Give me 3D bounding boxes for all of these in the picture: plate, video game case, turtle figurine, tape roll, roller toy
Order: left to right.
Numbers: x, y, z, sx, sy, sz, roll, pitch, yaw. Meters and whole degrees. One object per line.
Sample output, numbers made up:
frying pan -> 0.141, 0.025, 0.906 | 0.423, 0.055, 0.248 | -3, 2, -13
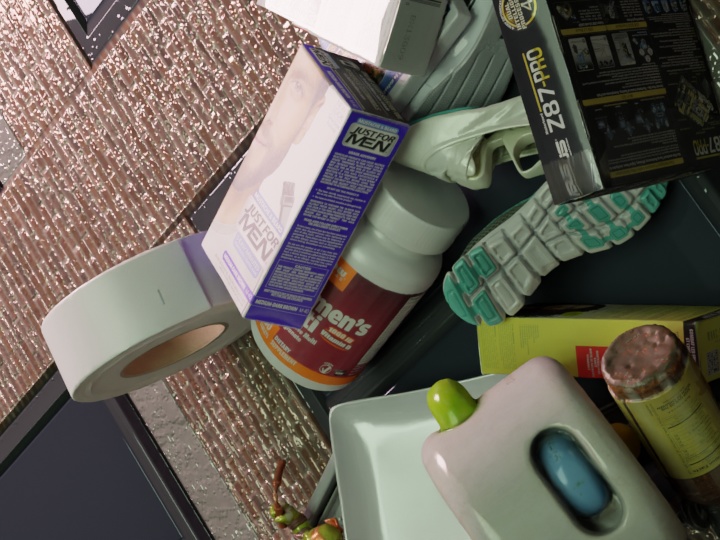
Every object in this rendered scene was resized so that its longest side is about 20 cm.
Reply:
tape roll -> -0.179, 0.041, 1.671 | 0.202, 0.202, 0.071 | -36, 75, 38
turtle figurine -> -0.044, 0.271, 1.635 | 0.200, 0.064, 0.162 | -122, 41, -50
video game case -> 0.013, -0.224, 1.539 | 0.143, 0.018, 0.200 | -51, 46, 34
plate -> 0.076, 0.194, 1.556 | 0.199, 0.032, 0.201 | -14, 77, 26
roller toy -> 0.148, 0.163, 1.386 | 0.140, 0.200, 0.183 | -37, 38, 2

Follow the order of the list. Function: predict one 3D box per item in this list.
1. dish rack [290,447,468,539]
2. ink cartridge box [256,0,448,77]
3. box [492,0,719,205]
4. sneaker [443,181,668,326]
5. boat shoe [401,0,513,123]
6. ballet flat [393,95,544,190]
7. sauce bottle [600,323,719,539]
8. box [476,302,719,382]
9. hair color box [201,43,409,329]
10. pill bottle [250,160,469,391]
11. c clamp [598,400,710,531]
dish rack -> 0.019, 0.262, 1.654 | 0.172, 0.043, 0.200 | 40, 121, 28
ink cartridge box -> -0.004, -0.235, 1.507 | 0.200, 0.050, 0.109 | 34, 110, 52
box -> 0.184, -0.139, 1.340 | 0.049, 0.200, 0.162 | -20, 86, 38
sneaker -> 0.149, -0.041, 1.470 | 0.200, 0.091, 0.078 | -33, 104, 16
boat shoe -> 0.087, -0.183, 1.507 | 0.200, 0.072, 0.071 | -57, 41, 31
ballet flat -> 0.110, -0.099, 1.466 | 0.199, 0.069, 0.070 | -15, 89, 23
sauce bottle -> 0.240, 0.124, 1.372 | 0.066, 0.066, 0.200 | 2, 140, 39
box -> 0.191, 0.055, 1.453 | 0.200, 0.075, 0.050 | 1, 99, 38
hair color box -> -0.048, -0.066, 1.512 | 0.200, 0.065, 0.109 | -60, 37, 21
pill bottle -> 0.000, 0.000, 1.576 | 0.110, 0.109, 0.200 | 51, 126, 20
c clamp -> 0.208, 0.194, 1.501 | 0.200, 0.027, 0.171 | -40, 68, 38
